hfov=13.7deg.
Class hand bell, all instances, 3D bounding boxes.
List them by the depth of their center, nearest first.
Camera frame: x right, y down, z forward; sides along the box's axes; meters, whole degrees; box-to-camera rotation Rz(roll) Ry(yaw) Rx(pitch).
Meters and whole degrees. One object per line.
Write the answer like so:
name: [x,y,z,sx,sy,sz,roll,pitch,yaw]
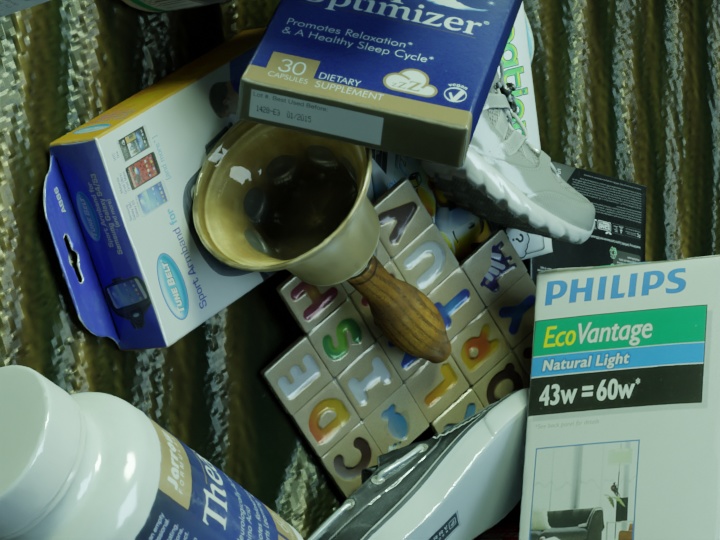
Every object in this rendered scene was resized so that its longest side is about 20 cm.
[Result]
hand bell: [0.000,0.000,1.630,0.200,0.104,0.105,48,51,-51]

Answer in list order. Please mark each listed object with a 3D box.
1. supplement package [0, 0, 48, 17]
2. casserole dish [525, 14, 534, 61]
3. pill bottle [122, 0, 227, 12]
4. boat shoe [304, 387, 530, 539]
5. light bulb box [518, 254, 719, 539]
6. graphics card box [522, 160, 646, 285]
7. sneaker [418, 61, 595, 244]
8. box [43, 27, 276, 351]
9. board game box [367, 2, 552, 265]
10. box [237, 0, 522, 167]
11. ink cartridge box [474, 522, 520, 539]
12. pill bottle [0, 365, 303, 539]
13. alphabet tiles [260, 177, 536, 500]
supplement package: [-0.223,-0.168,1.321,0.109,0.199,0.114,30,55,-45]
casserole dish: [0.046,-0.165,1.784,0.121,0.039,0.200,-52,124,-40]
pill bottle: [-0.044,-0.201,1.551,0.113,0.199,0.114,8,79,-50]
boat shoe: [0.031,0.127,1.687,0.200,0.068,0.072,-44,144,-29]
light bulb box: [0.185,0.121,1.718,0.198,0.124,0.201,39,51,-55]
graphics card box: [0.122,0.037,1.843,0.125,0.051,0.201,10,80,-49]
sneaker: [0.067,-0.086,1.679,0.200,0.075,0.082,38,78,-28]
box: [-0.088,-0.042,1.605,0.200,0.041,0.120,-37,114,-49]
board game box: [0.041,-0.095,1.728,0.126,0.035,0.201,-15,104,-31]
box: [0.020,-0.135,1.596,0.200,0.121,0.033,-68,167,-50]
ink cartridge box: [0.067,0.247,1.725,0.200,0.083,0.145,-26,107,-50]
pill bottle: [-0.121,0.129,1.488,0.200,0.111,0.111,41,56,-40]
alphabet tiles: [0.036,0.053,1.715,0.167,0.008,0.200,-41,120,-16]
